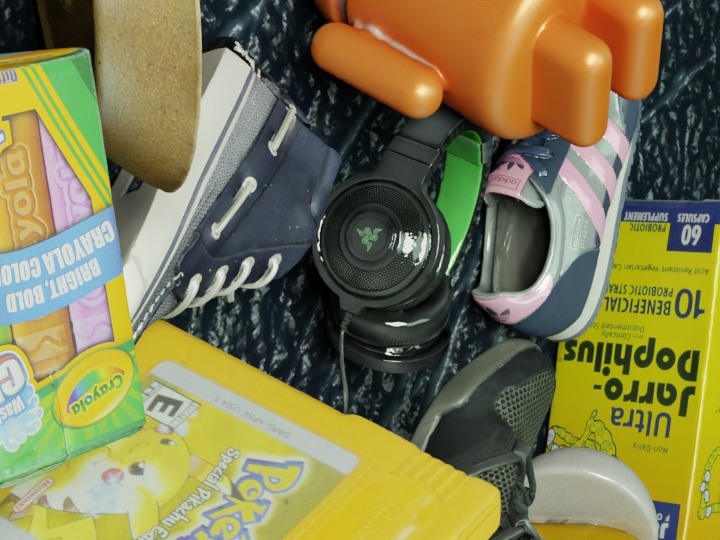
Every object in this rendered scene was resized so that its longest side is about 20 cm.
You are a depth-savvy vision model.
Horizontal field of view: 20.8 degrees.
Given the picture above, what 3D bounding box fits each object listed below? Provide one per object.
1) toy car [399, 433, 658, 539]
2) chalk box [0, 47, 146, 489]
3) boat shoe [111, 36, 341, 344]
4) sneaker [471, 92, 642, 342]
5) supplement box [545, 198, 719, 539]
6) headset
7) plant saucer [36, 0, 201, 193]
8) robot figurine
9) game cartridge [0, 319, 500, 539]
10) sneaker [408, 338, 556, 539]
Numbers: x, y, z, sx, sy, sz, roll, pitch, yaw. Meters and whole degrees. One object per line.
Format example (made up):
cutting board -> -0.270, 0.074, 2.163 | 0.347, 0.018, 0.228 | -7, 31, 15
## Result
toy car -> 0.061, 0.186, 0.990 | 0.176, 0.198, 0.151 | -66, 153, -47
chalk box -> -0.172, 0.022, 0.773 | 0.123, 0.124, 0.202 | -19, 107, -44
boat shoe -> -0.076, -0.006, 0.902 | 0.093, 0.074, 0.201 | 40, 63, -27
sneaker -> 0.107, -0.063, 1.100 | 0.082, 0.070, 0.202 | 12, 82, -49
supplement box -> 0.188, 0.064, 1.164 | 0.109, 0.108, 0.202 | 13, 83, -46
headset -> 0.000, 0.000, 0.983 | 0.201, 0.093, 0.124 | -60, 160, -27
plant saucer -> -0.107, -0.129, 0.803 | 0.035, 0.200, 0.202 | -9, 99, -18
robot figurine -> 0.055, -0.142, 0.961 | 0.144, 0.200, 0.116 | -60, 154, 11
game cartridge -> -0.069, 0.110, 0.835 | 0.176, 0.199, 0.033 | -41, 141, -37
sneaker -> 0.063, 0.119, 0.893 | 0.200, 0.114, 0.077 | -53, 145, -37
